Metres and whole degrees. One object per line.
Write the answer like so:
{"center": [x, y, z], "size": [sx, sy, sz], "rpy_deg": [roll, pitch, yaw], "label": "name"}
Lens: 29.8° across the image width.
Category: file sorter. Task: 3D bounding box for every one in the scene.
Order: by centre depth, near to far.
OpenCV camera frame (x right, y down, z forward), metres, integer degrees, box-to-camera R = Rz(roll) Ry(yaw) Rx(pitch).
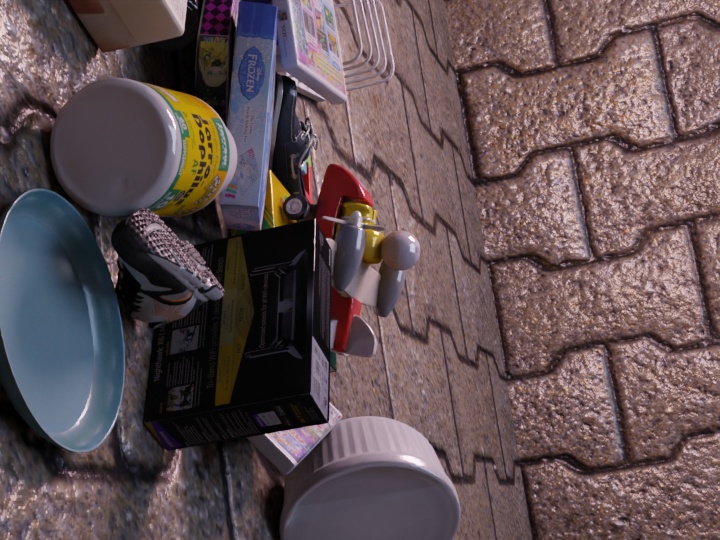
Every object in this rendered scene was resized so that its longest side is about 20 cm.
{"center": [-0.041, -0.329, 1.894], "size": [0.200, 0.124, 0.140], "rpy_deg": [1, 77, -76], "label": "file sorter"}

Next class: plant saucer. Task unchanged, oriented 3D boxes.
{"center": [-0.233, 0.039, 1.021], "size": [0.200, 0.027, 0.201], "rpy_deg": [-11, 90, -77], "label": "plant saucer"}

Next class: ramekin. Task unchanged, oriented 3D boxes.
{"center": [0.006, 0.248, 1.493], "size": [0.094, 0.201, 0.203], "rpy_deg": [-102, 172, -49], "label": "ramekin"}

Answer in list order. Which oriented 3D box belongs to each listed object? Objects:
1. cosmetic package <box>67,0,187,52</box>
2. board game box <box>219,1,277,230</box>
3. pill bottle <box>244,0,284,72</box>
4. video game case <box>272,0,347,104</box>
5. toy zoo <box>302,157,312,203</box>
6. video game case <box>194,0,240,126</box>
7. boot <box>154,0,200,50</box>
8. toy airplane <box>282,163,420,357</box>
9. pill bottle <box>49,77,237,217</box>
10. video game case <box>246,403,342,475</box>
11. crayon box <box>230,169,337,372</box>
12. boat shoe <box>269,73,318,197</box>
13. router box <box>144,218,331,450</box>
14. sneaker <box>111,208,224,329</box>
{"center": [-0.228, -0.298, 1.180], "size": [0.200, 0.087, 0.104], "rpy_deg": [63, 22, -51], "label": "cosmetic package"}
{"center": [-0.113, -0.151, 1.394], "size": [0.200, 0.043, 0.200], "rpy_deg": [130, -34, -84], "label": "board game box"}
{"center": [-0.117, -0.326, 1.603], "size": [0.200, 0.112, 0.113], "rpy_deg": [56, 27, -57], "label": "pill bottle"}
{"center": [-0.062, -0.294, 1.525], "size": [0.200, 0.024, 0.183], "rpy_deg": [16, 65, -75], "label": "video game case"}
{"center": [-0.091, -0.117, 1.736], "size": [0.131, 0.020, 0.201], "rpy_deg": [55, 27, -59], "label": "toy zoo"}
{"center": [-0.148, -0.238, 1.439], "size": [0.182, 0.036, 0.201], "rpy_deg": [98, -5, -46], "label": "video game case"}
{"center": [-0.202, -0.344, 1.394], "size": [0.200, 0.065, 0.165], "rpy_deg": [-90, 165, -53], "label": "boot"}
{"center": [0.000, 0.000, 1.509], "size": [0.200, 0.140, 0.200], "rpy_deg": [-79, 153, -58], "label": "toy airplane"}
{"center": [-0.177, -0.102, 1.177], "size": [0.200, 0.112, 0.113], "rpy_deg": [-7, 86, -77], "label": "pill bottle"}
{"center": [-0.095, 0.126, 1.372], "size": [0.143, 0.018, 0.200], "rpy_deg": [45, 14, 3], "label": "video game case"}
{"center": [-0.088, 0.008, 1.569], "size": [0.200, 0.058, 0.173], "rpy_deg": [54, 28, -60], "label": "crayon box"}
{"center": [-0.082, -0.143, 1.568], "size": [0.075, 0.061, 0.201], "rpy_deg": [-95, -172, -48], "label": "boat shoe"}
{"center": [-0.108, 0.057, 1.241], "size": [0.052, 0.156, 0.201], "rpy_deg": [63, 21, -48], "label": "router box"}
{"center": [-0.171, 0.009, 1.127], "size": [0.074, 0.080, 0.200], "rpy_deg": [55, -2, 16], "label": "sneaker"}
